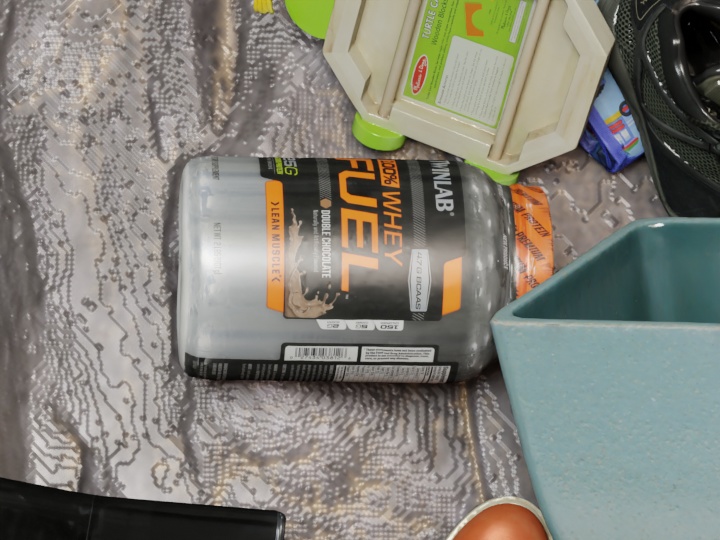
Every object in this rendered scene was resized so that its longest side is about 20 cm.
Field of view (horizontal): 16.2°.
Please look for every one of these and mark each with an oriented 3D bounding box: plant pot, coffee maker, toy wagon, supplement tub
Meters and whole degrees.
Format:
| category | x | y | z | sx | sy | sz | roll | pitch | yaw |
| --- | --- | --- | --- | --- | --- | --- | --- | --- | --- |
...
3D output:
| category | x | y | z | sx | sy | sz | roll | pitch | yaw |
| --- | --- | --- | --- | --- | --- | --- | --- | --- | --- |
| plant pot | 0.203 | 0.094 | 1.327 | 0.195 | 0.196 | 0.201 | 2 | 107 | 31 |
| coffee maker | -0.139 | 0.163 | 1.329 | 0.199 | 0.135 | 0.193 | 8 | 77 | -5 |
| toy wagon | 0.038 | -0.135 | 1.408 | 0.199 | 0.156 | 0.040 | 22 | 36 | 8 |
| supplement tub | 0.000 | 0.000 | 1.382 | 0.199 | 0.123 | 0.123 | 0 | 78 | -6 |

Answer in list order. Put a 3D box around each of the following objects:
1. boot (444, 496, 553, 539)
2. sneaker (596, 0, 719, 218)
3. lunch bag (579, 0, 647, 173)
| category | x | y | z | sx | sy | sz | roll | pitch | yaw |
| --- | --- | --- | --- | --- | --- | --- | --- | --- | --- |
| boot | 0.056 | 0.210 | 1.353 | 0.075 | 0.107 | 0.201 | 23 | 75 | 2 |
| sneaker | 0.207 | -0.071 | 1.398 | 0.076 | 0.114 | 0.200 | -32 | 111 | -12 |
| lunch bag | 0.152 | -0.166 | 1.461 | 0.150 | 0.094 | 0.200 | -39 | 98 | -13 |
